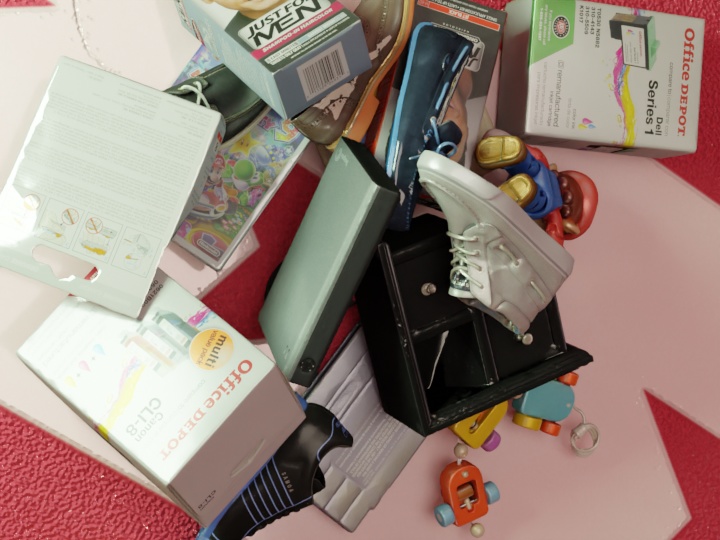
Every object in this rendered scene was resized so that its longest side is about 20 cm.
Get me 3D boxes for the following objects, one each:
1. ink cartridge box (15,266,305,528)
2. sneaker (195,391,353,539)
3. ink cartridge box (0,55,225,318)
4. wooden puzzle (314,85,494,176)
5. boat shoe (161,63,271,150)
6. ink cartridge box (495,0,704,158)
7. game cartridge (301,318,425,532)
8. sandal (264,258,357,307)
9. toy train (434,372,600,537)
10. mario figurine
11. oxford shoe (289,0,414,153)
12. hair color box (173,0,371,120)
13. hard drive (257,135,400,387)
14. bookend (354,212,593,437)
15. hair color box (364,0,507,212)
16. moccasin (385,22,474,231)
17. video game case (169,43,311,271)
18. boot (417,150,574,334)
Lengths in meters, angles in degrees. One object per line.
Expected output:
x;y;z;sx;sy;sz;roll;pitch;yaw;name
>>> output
-0.175;0.104;1.359;0.200;0.145;0.145;37;76;21;ink cartridge box
-0.087;0.215;1.445;0.078;0.070;0.200;34;103;-4;sneaker
-0.229;-0.073;1.347;0.162;0.050;0.201;20;82;4;ink cartridge box
0.038;-0.165;1.520;0.185;0.046;0.201;-24;98;-16;wooden puzzle
-0.159;-0.146;1.421;0.200;0.068;0.072;-30;82;-10;boat shoe
0.251;-0.199;1.568;0.199;0.084;0.145;5;89;-18;ink cartridge box
0.003;0.149;1.520;0.130;0.038;0.200;41;79;-18;game cartridge
0.000;0.000;1.495;0.199;0.045;0.075;-13;79;-8;sandal
0.146;0.175;1.558;0.200;0.056;0.151;-26;112;-20;toy train
0.163;-0.066;1.509;0.200;0.106;0.124;24;85;-60;mario figurine
-0.006;-0.214;1.437;0.073;0.071;0.201;24;81;-26;oxford shoe
-0.088;-0.232;1.405;0.099;0.200;0.061;-33;139;-15;hair color box
-0.031;-0.011;1.388;0.033;0.140;0.200;19;107;-21;hard drive
0.104;0.027;1.467;0.200;0.092;0.199;-21;109;-21;bookend
0.069;-0.168;1.477;0.101;0.061;0.201;15;83;-13;hair color box
0.064;-0.133;1.398;0.068;0.080;0.201;12;85;0;moccasin
-0.139;-0.119;1.460;0.143;0.018;0.200;34;80;2;video game case
0.108;-0.019;1.367;0.200;0.074;0.096;37;83;-29;boot
